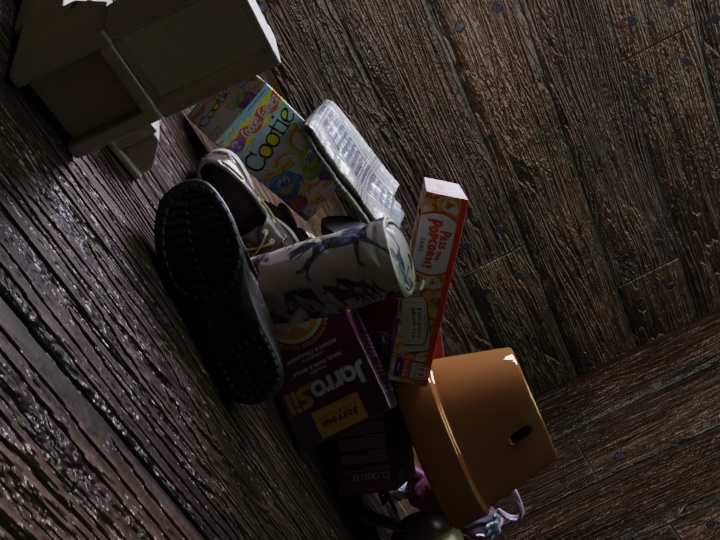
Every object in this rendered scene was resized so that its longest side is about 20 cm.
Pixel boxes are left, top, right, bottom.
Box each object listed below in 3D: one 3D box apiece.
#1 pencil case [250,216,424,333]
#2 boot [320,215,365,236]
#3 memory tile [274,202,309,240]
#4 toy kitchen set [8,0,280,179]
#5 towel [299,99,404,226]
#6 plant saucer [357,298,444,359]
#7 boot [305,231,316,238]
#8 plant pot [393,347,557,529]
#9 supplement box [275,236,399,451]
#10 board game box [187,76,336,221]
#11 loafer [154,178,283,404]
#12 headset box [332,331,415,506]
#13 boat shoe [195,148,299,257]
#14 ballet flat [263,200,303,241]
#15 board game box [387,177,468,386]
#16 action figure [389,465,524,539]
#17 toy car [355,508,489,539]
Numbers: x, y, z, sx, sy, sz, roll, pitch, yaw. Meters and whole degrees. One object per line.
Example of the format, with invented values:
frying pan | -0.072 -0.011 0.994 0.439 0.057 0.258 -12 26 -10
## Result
pencil case | -0.043 0.014 0.746 0.078 0.199 0.090 -90 160 -55
boot | 0.000 0.000 0.918 0.200 0.073 0.076 -129 -141 -62
memory tile | -0.072 0.007 1.120 0.200 0.017 0.154 54 -20 20
toy kitchen set | -0.157 -0.182 0.642 0.164 0.179 0.201 60 10 -45
towel | -0.002 -0.138 1.051 0.200 0.034 0.193 54 17 -14
plant saucer | 0.028 0.060 1.059 0.199 0.037 0.201 31 -33 38
boot | -0.049 0.037 1.297 0.200 0.073 0.151 52 12 -52
plant pot | 0.138 0.178 0.897 0.200 0.139 0.201 -24 90 -83
supplement box | -0.051 0.080 0.839 0.201 0.110 0.086 64 5 9
board game box | -0.122 -0.176 1.065 0.200 0.105 0.103 39 3 -45
loafer | -0.124 0.019 0.676 0.071 0.073 0.201 -140 -148 -88
headset box | 0.014 0.181 0.937 0.149 0.074 0.202 35 48 -75
boat shoe | -0.132 -0.053 0.922 0.201 0.072 0.060 59 12 -12
ballet flat | -0.105 -0.024 1.028 0.200 0.069 0.071 51 20 27
board game box | 0.071 0.006 0.848 0.152 0.046 0.201 -73 174 -77
action figure | 0.109 0.316 1.102 0.200 0.148 0.135 -7 -77 61
toy car | 0.076 0.353 0.906 0.200 0.158 0.164 35 -8 18
